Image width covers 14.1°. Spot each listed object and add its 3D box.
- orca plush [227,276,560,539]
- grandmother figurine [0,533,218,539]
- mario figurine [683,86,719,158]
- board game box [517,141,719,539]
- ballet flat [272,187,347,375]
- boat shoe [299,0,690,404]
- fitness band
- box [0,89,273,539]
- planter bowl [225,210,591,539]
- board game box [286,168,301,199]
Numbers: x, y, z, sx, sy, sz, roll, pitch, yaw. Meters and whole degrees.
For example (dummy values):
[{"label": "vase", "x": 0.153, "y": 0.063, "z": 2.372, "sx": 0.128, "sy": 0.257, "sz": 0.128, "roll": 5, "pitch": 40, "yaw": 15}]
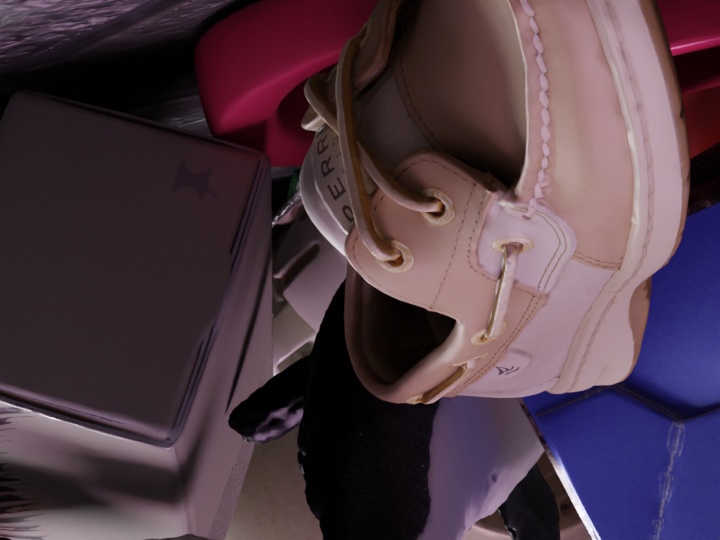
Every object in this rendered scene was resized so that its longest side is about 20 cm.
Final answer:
[{"label": "orca plush", "x": 0.003, "y": 0.047, "z": 0.743, "sx": 0.071, "sy": 0.105, "sz": 0.200, "roll": -13, "pitch": -144, "yaw": 19}, {"label": "grandmother figurine", "x": -0.090, "y": 0.091, "z": 0.770, "sx": 0.121, "sy": 0.061, "sz": 0.200, "roll": 30, "pitch": 160, "yaw": -33}, {"label": "mario figurine", "x": 0.168, "y": -0.025, "z": 0.930, "sx": 0.106, "sy": 0.123, "sz": 0.200, "roll": -1, "pitch": -175, "yaw": 26}, {"label": "board game box", "x": 0.158, "y": -0.010, "z": 0.728, "sx": 0.200, "sy": 0.097, "sz": 0.159, "roll": -30, "pitch": -177, "yaw": -40}, {"label": "ballet flat", "x": 0.000, "y": 0.000, "z": 0.878, "sx": 0.072, "sy": 0.072, "sz": 0.200, "roll": -11, "pitch": 166, "yaw": -22}, {"label": "boat shoe", "x": 0.022, "y": -0.020, "z": 0.594, "sx": 0.069, "sy": 0.074, "sz": 0.200, "roll": -16, "pitch": 153, "yaw": -6}, {"label": "fitness band", "x": 0.059, "y": -0.061, "z": 0.712, "sx": 0.200, "sy": 0.037, "sz": 0.144, "roll": -11, "pitch": 178, "yaw": -3}, {"label": "box", "x": -0.065, "y": 0.028, "z": 0.783, "sx": 0.068, "sy": 0.082, "sz": 0.200, "roll": 16, "pitch": 161, "yaw": 4}, {"label": "planter bowl", "x": 0.017, "y": 0.056, "z": 1.072, "sx": 0.200, "sy": 0.200, "sz": 0.135, "roll": -9, "pitch": 166, "yaw": -35}, {"label": "board game box", "x": 0.084, "y": -0.014, "z": 1.023, "sx": 0.200, "sy": 0.105, "sz": 0.023, "roll": -9, "pitch": 129, "yaw": -34}]
